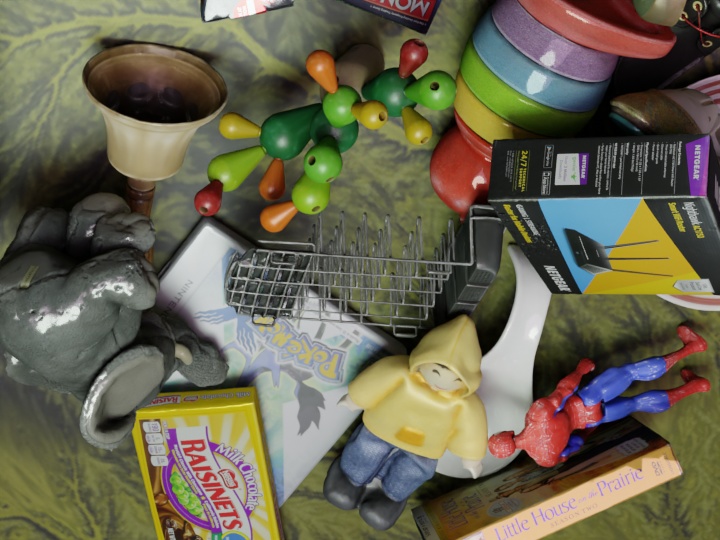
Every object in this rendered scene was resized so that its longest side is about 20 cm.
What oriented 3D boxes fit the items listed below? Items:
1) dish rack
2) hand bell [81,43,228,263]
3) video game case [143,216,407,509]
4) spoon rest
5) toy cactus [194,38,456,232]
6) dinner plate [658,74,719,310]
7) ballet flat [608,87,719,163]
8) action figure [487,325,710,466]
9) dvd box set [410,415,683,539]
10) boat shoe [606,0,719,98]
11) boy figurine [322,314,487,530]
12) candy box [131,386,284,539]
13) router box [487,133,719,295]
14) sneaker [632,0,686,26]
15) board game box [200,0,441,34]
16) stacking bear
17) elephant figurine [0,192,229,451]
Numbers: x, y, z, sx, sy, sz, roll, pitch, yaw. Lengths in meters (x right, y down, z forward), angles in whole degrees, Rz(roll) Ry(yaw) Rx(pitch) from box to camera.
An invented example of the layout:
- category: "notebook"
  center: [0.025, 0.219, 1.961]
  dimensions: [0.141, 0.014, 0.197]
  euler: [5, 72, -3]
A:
- category: "dish rack"
  center: [0.000, 0.000, 1.286]
  dimensions: [0.199, 0.055, 0.154]
  euler: [3, 157, -9]
- category: "hand bell"
  center: [-0.162, -0.055, 1.292]
  dimensions: [0.104, 0.104, 0.201]
  euler: [6, 128, -9]
- category: "video game case"
  center: [-0.094, 0.079, 1.382]
  dimensions: [0.200, 0.022, 0.183]
  euler: [34, 108, -20]
- category: "spoon rest"
  center: [0.103, 0.081, 1.383]
  dimensions: [0.099, 0.061, 0.201]
  euler: [15, 112, -12]
- category: "toy cactus"
  center: [-0.022, -0.114, 1.220]
  dimensions: [0.200, 0.165, 0.102]
  euler: [-31, 110, 29]
- category: "dinner plate"
  center: [0.288, -0.062, 1.354]
  dimensions: [0.199, 0.024, 0.201]
  euler: [-2, 116, -4]
- category: "ballet flat"
  center: [0.235, -0.093, 1.252]
  dimensions: [0.071, 0.071, 0.200]
  euler: [-36, 146, 11]
- category: "action figure"
  center: [0.184, 0.104, 1.373]
  dimensions: [0.199, 0.052, 0.066]
  euler: [-22, 122, -26]
- category: "dvd box set"
  center: [0.141, 0.175, 1.373]
  dimensions: [0.199, 0.146, 0.030]
  euler: [-24, 96, -2]
- category: "boat shoe"
  center: [0.248, -0.198, 1.265]
  dimensions: [0.074, 0.063, 0.201]
  euler: [35, 109, -23]
- category: "boy figurine"
  center: [0.047, 0.116, 1.347]
  dimensions: [0.124, 0.065, 0.200]
  euler: [32, 130, -1]
- category: "candy box"
  center: [-0.119, 0.179, 1.404]
  dimensions: [0.102, 0.026, 0.201]
  euler: [-6, 125, 3]
- category: "router box"
  center: [0.186, -0.036, 1.233]
  dimensions: [0.148, 0.051, 0.200]
  euler: [0, 161, 20]
- category: "sneaker"
  center: [0.186, -0.272, 1.195]
  dimensions: [0.089, 0.067, 0.201]
  euler: [9, 87, -8]
- category: "board game box"
  center: [-0.027, -0.251, 1.211]
  dimensions: [0.199, 0.062, 0.201]
  euler: [20, 113, -15]
- category: "stacking bear"
  center: [0.117, -0.123, 1.263]
  dimensions: [0.113, 0.122, 0.201]
  euler: [6, 128, -32]
- category: "elephant figurine"
  center: [-0.185, 0.058, 1.257]
  dimensions: [0.154, 0.142, 0.201]
  euler: [-9, 130, 1]
